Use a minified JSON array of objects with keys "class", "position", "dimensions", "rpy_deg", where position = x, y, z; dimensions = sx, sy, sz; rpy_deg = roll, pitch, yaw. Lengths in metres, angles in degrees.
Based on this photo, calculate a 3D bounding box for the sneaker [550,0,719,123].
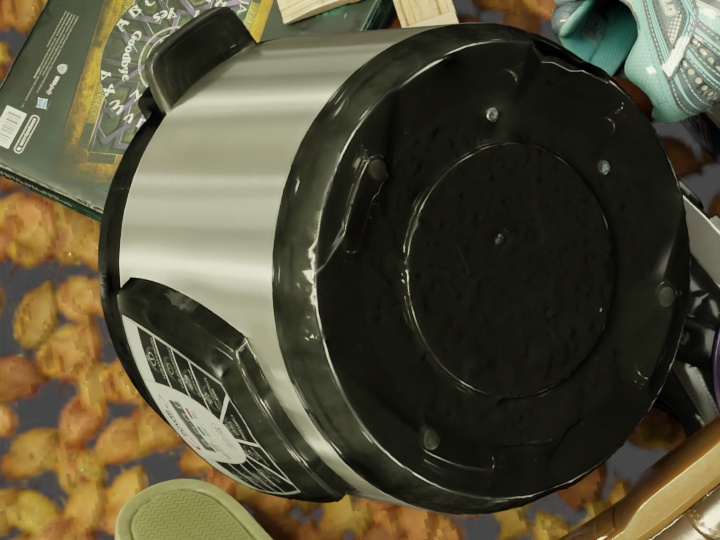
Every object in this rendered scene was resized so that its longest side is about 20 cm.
[{"class":"sneaker","position":[0.101,-0.119,1.048],"dimensions":[0.086,0.078,0.200],"rpy_deg":[-41,29,4]}]

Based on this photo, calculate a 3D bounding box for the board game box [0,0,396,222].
[{"class":"board game box","position":[-0.060,-0.107,1.143],"dimensions":[0.135,0.028,0.200],"rpy_deg":[25,80,16]}]

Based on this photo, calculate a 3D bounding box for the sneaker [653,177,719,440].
[{"class":"sneaker","position":[0.100,0.003,1.059],"dimensions":[0.088,0.076,0.200],"rpy_deg":[-45,71,3]}]

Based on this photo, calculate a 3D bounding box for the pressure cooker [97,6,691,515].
[{"class":"pressure cooker","position":[0.002,-0.001,1.008],"dimensions":[0.200,0.178,0.176],"rpy_deg":[5,87,58]}]

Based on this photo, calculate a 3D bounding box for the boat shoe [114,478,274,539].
[{"class":"boat shoe","position":[-0.028,0.167,1.019],"dimensions":[0.075,0.068,0.200],"rpy_deg":[-18,49,-22]}]

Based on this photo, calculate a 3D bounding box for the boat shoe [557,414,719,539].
[{"class":"boat shoe","position":[0.094,0.128,1.015],"dimensions":[0.200,0.070,0.070],"rpy_deg":[-36,95,20]}]

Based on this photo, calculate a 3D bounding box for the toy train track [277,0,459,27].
[{"class":"toy train track","position":[0.006,-0.171,1.116],"dimensions":[0.114,0.033,0.200],"rpy_deg":[-19,70,5]}]

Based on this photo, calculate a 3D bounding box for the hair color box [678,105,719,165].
[{"class":"hair color box","position":[0.217,-0.032,1.050],"dimensions":[0.100,0.061,0.200],"rpy_deg":[-39,71,-2]}]
